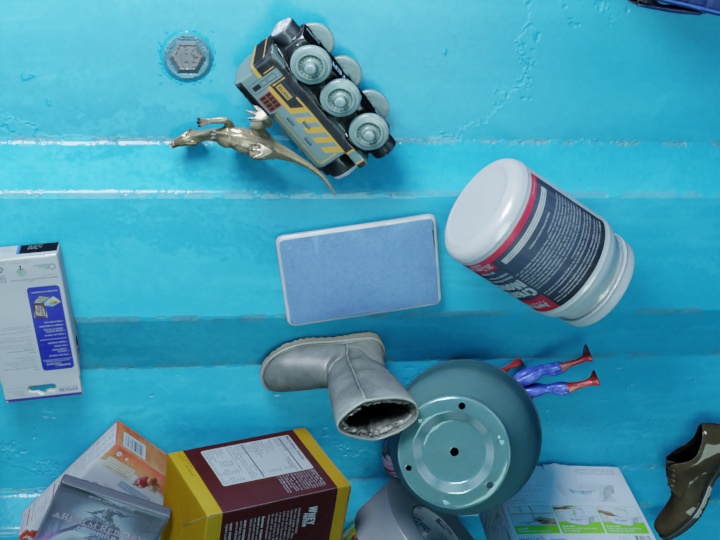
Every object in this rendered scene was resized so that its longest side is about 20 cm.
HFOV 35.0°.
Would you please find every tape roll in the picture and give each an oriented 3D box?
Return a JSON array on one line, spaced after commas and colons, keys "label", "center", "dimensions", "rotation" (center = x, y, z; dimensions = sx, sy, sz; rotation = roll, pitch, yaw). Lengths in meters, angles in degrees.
[{"label": "tape roll", "center": [0.085, 0.377, 1.536], "dimensions": [0.200, 0.200, 0.066], "rotation": [38, 106, -24]}]

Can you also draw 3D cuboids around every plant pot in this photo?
[{"label": "plant pot", "center": [0.123, 0.213, 1.417], "dimensions": [0.200, 0.188, 0.200], "rotation": [0, 87, 10]}]

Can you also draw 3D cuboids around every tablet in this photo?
[{"label": "tablet", "center": [0.000, 0.000, 1.431], "dimensions": [0.200, 0.014, 0.130], "rotation": [-8, 119, -4]}]

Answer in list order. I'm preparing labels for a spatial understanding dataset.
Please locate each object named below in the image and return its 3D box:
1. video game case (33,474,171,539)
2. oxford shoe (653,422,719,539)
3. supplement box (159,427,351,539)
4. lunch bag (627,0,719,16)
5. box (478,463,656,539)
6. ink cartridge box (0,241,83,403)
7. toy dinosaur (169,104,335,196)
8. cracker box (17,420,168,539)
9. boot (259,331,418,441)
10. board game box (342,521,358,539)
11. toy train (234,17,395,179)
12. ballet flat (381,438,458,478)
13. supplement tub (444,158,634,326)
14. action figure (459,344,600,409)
[{"label": "video game case", "center": [-0.345, 0.351, 1.475], "dimensions": [0.143, 0.019, 0.200], "rotation": [22, 125, -14]}, {"label": "oxford shoe", "center": [0.465, 0.298, 1.639], "dimensions": [0.084, 0.073, 0.200], "rotation": [23, 110, -3]}, {"label": "supplement box", "center": [-0.141, 0.335, 1.482], "dimensions": [0.200, 0.133, 0.197], "rotation": [-7, 121, -30]}, {"label": "lunch bag", "center": [0.358, -0.343, 1.237], "dimensions": [0.200, 0.136, 0.132], "rotation": [8, 116, -13]}, {"label": "box", "center": [0.281, 0.356, 1.570], "dimensions": [0.200, 0.176, 0.097], "rotation": [1, 118, -10]}, {"label": "ink cartridge box", "center": [-0.399, 0.064, 1.387], "dimensions": [0.099, 0.039, 0.200], "rotation": [-5, 117, -7]}, {"label": "toy dinosaur", "center": [-0.115, -0.144, 1.292], "dimensions": [0.200, 0.101, 0.058], "rotation": [15, 82, -2]}, {"label": "cracker box", "center": [-0.336, 0.311, 1.515], "dimensions": [0.200, 0.058, 0.134], "rotation": [-43, 116, 14]}, {"label": "boot", "center": [-0.031, 0.149, 1.397], "dimensions": [0.182, 0.200, 0.073], "rotation": [-17, 118, 0]}, {"label": "board game box", "center": [-0.036, 0.474, 1.588], "dimensions": [0.057, 0.165, 0.200], "rotation": [34, 107, -23]}, {"label": "toy train", "center": [-0.049, -0.190, 1.289], "dimensions": [0.114, 0.085, 0.200], "rotation": [-30, 122, 22]}, {"label": "ballet flat", "center": [0.128, 0.259, 1.564], "dimensions": [0.200, 0.069, 0.071], "rotation": [0, 136, -4]}, {"label": "supplement tub", "center": [0.215, -0.031, 1.376], "dimensions": [0.200, 0.140, 0.140], "rotation": [31, 109, -22]}, {"label": "action figure", "center": [0.214, 0.155, 1.527], "dimensions": [0.200, 0.052, 0.065], "rotation": [-18, 113, 6]}]
